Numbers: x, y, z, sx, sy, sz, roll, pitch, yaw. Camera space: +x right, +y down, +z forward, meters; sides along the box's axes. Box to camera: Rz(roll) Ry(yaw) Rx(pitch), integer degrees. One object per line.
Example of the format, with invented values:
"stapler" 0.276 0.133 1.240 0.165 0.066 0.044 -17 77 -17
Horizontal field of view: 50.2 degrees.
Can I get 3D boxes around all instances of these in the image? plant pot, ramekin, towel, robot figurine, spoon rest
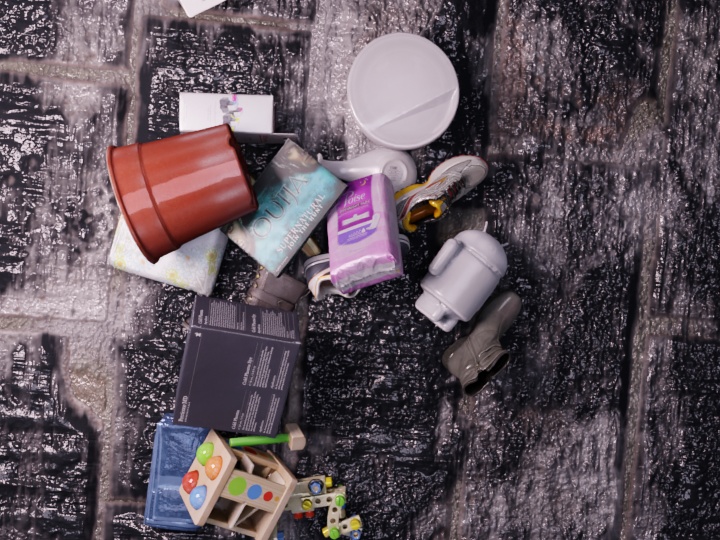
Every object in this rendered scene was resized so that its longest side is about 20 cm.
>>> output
"plant pot" -0.279 -0.137 1.251 0.193 0.201 0.203 -19 94 -3
"ramekin" 0.071 -0.307 1.367 0.200 0.094 0.205 0 85 -5
"towel" -0.325 0.367 1.393 0.110 0.049 0.203 8 91 -6
"robot figurine" 0.187 0.010 1.387 0.201 0.113 0.169 -51 135 -1
"towel" -0.338 -0.065 1.376 0.198 0.048 0.173 17 94 -5
"spoon rest" 0.010 -0.182 1.401 0.198 0.061 0.101 5 93 -18

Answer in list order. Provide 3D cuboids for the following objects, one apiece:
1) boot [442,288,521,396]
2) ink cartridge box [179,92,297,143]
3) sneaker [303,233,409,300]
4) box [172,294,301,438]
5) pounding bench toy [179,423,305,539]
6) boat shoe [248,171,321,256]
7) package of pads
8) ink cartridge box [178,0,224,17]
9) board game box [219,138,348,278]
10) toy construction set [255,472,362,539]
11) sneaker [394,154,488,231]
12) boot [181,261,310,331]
"boot" 0.242 0.134 1.384 0.068 0.131 0.200 41 91 -23
"ink cartridge box" -0.209 -0.264 1.343 0.197 0.115 0.069 1 92 -6
"sneaker" 0.000 0.000 1.381 0.198 0.079 0.080 -18 57 4
"box" -0.212 0.164 1.306 0.180 0.104 0.202 11 115 -15
"pounding bench toy" -0.204 0.339 1.337 0.155 0.124 0.202 29 89 -30
"boat shoe" -0.154 -0.091 1.379 0.201 0.073 0.063 44 95 -2
"package of pads" 0.006 -0.066 1.322 0.119 0.076 0.202 -17 51 16
"ink cartridge box" -0.294 -0.548 1.348 0.116 0.067 0.202 -27 93 -3
"board game box" -0.133 -0.107 1.328 0.135 0.028 0.201 38 92 6
"toy construction set" -0.098 0.445 1.400 0.198 0.092 0.133 -9 93 -15
"sneaker" 0.148 -0.132 1.385 0.199 0.082 0.078 -34 127 1
"boot" -0.203 0.063 1.386 0.198 0.069 0.176 20 90 -16
